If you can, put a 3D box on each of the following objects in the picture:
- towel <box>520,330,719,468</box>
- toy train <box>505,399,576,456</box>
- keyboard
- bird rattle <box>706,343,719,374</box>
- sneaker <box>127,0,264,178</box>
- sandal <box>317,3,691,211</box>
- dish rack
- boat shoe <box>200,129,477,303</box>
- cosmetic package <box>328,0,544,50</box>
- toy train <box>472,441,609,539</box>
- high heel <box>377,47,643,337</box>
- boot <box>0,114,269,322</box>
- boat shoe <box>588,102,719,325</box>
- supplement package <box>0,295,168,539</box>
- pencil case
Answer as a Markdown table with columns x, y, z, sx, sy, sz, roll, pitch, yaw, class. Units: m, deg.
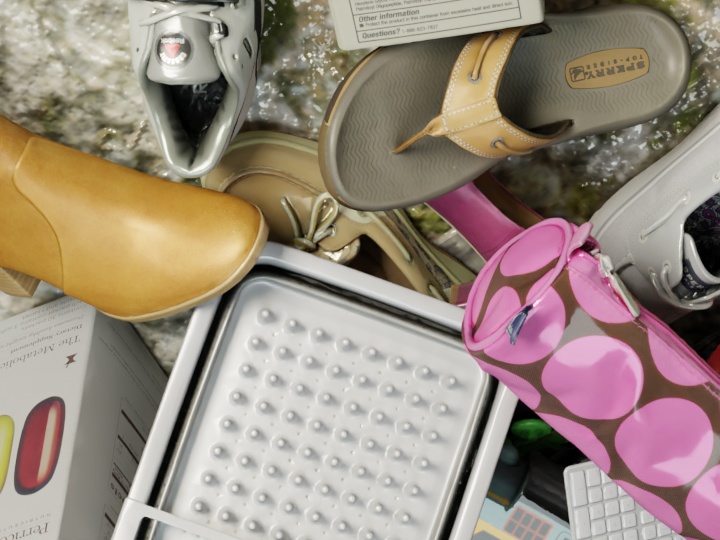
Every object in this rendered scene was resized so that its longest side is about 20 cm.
| x | y | z | sx | sy | sz | roll | pitch | yaw | class |
| --- | --- | --- | --- | --- | --- | --- | --- | --- | --- |
| 0.185 | 0.137 | 1.418 | 0.200 | 0.086 | 0.166 | -35 | 116 | 25 | towel |
| 0.095 | 0.080 | 1.377 | 0.199 | 0.042 | 0.056 | -23 | 147 | 39 | toy train |
| 0.199 | 0.109 | 1.322 | 0.199 | 0.011 | 0.057 | -11 | 107 | -18 | keyboard |
| 0.264 | -0.004 | 1.262 | 0.112 | 0.164 | 0.200 | 25 | 170 | -5 | bird rattle |
| -0.078 | -0.134 | 1.209 | 0.074 | 0.089 | 0.201 | -2 | 127 | 5 | sneaker |
| 0.074 | -0.082 | 1.219 | 0.199 | 0.055 | 0.082 | -12 | 98 | -15 | sandal |
| -0.022 | 0.100 | 1.279 | 0.171 | 0.044 | 0.201 | 19 | 85 | 0 | dish rack |
| 0.000 | 0.000 | 1.326 | 0.200 | 0.063 | 0.073 | 34 | 122 | -23 | boat shoe |
| 0.021 | -0.207 | 1.157 | 0.104 | 0.071 | 0.201 | -6 | 128 | 7 | cosmetic package |
| 0.038 | 0.130 | 1.345 | 0.199 | 0.085 | 0.114 | 30 | 106 | -1 | toy train |
| 0.073 | -0.046 | 1.274 | 0.095 | 0.067 | 0.201 | -15 | 109 | 11 | high heel |
| -0.158 | -0.041 | 1.260 | 0.200 | 0.071 | 0.144 | -2 | 144 | 36 | boot |
| 0.175 | -0.016 | 1.304 | 0.072 | 0.069 | 0.200 | 33 | 123 | -23 | boat shoe |
| -0.167 | 0.124 | 1.341 | 0.113 | 0.201 | 0.110 | -21 | 125 | 17 | supplement package |
| 0.145 | 0.062 | 1.245 | 0.200 | 0.091 | 0.094 | 39 | 121 | -18 | pencil case |
